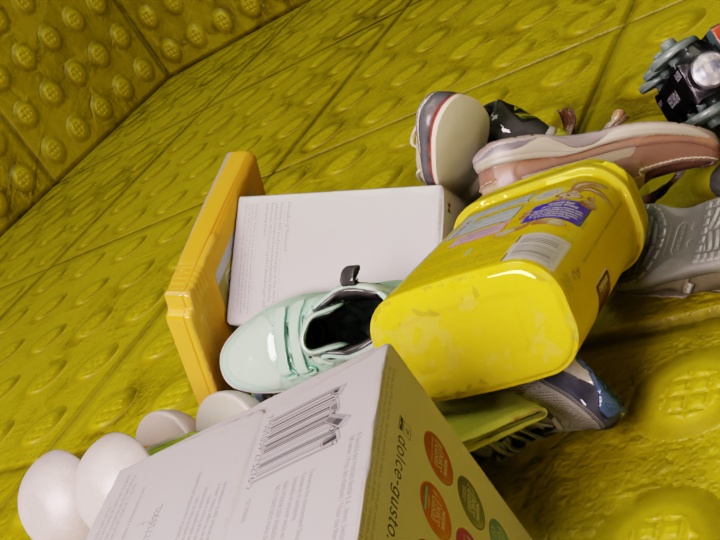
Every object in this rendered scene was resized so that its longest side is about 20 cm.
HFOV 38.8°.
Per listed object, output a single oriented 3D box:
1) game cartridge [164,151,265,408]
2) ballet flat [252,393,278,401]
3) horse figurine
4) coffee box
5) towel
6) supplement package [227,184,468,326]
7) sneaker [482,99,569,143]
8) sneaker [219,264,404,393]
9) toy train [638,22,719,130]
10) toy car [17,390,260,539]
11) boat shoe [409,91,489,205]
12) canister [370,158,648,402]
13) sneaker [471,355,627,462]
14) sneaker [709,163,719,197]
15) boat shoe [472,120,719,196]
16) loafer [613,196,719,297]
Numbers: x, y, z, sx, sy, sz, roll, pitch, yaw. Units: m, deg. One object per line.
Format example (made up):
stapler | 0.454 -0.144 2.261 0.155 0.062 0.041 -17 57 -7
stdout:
game cartridge | -0.116 0.022 0.932 0.032 0.177 0.201 0 44 13
ballet flat | -0.059 0.104 0.962 0.074 0.075 0.201 -28 24 15
horse figurine | 0.218 -0.080 0.938 0.133 0.050 0.200 -53 27 13
coffee box | -0.024 0.200 0.531 0.199 0.199 0.200 -27 23 22
towel | 0.045 0.088 0.708 0.085 0.018 0.200 -22 12 -16
supplement package | 0.000 0.000 0.896 0.198 0.117 0.119 -2 77 27
sneaker | 0.137 -0.125 0.975 0.075 0.084 0.200 -54 6 -4
sneaker | -0.044 0.046 0.776 0.199 0.075 0.118 -19 -10 23
toy train | 0.315 -0.175 0.904 0.113 0.086 0.200 -32 -6 8
toy car | -0.158 0.193 0.819 0.199 0.152 0.174 -20 -3 40
boat shoe | 0.074 -0.102 0.876 0.071 0.062 0.200 -51 -22 -3
canister | 0.107 0.004 0.708 0.147 0.087 0.200 -18 13 32
sneaker | 0.109 0.102 0.733 0.085 0.077 0.200 -53 19 -17
sneaker | 0.353 -0.132 0.814 0.199 0.091 0.076 -38 24 -4
boat shoe | 0.192 -0.076 0.834 0.197 0.073 0.076 -6 -6 5
loafer | 0.248 -0.007 0.761 0.076 0.069 0.200 -66 17 -10
